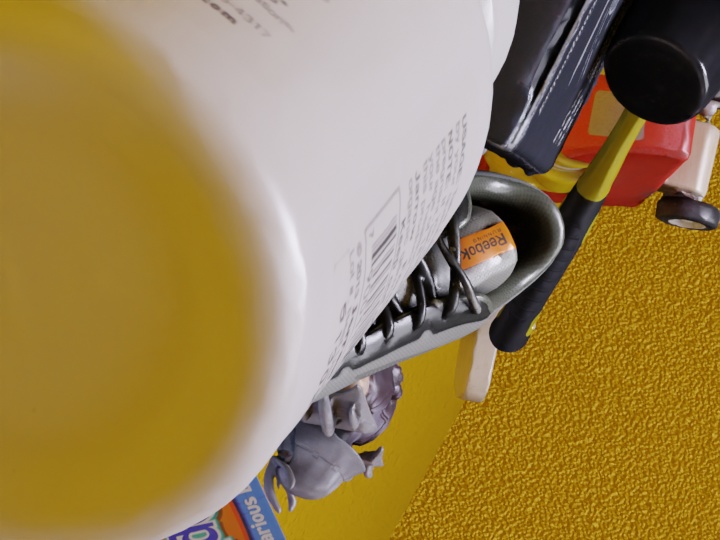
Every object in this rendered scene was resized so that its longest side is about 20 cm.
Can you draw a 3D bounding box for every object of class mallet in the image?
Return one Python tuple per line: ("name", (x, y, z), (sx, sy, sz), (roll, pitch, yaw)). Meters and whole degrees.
("mallet", (0.090, -0.041, 1.034), (0.066, 0.041, 0.200), (-55, 175, -34))

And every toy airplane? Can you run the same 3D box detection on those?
("toy airplane", (0.075, -0.066, 1.423), (0.199, 0.141, 0.200), (-55, -145, 31))

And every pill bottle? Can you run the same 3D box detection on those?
("pill bottle", (-0.034, -0.034, 0.610), (0.115, 0.114, 0.200), (-66, 173, 28))

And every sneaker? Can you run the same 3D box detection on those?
("sneaker", (0.000, 0.000, 0.953), (0.200, 0.079, 0.074), (-27, 108, -57))

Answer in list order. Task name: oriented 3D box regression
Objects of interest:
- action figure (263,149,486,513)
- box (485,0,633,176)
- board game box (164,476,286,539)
("action figure", (0.001, 0.001, 1.108), (0.130, 0.069, 0.200), (112, -3, -74))
("box", (0.043, -0.120, 0.936), (0.148, 0.104, 0.200), (-63, 173, 2))
("board game box", (-0.065, 0.121, 0.895), (0.045, 0.152, 0.200), (-15, 150, -22))
